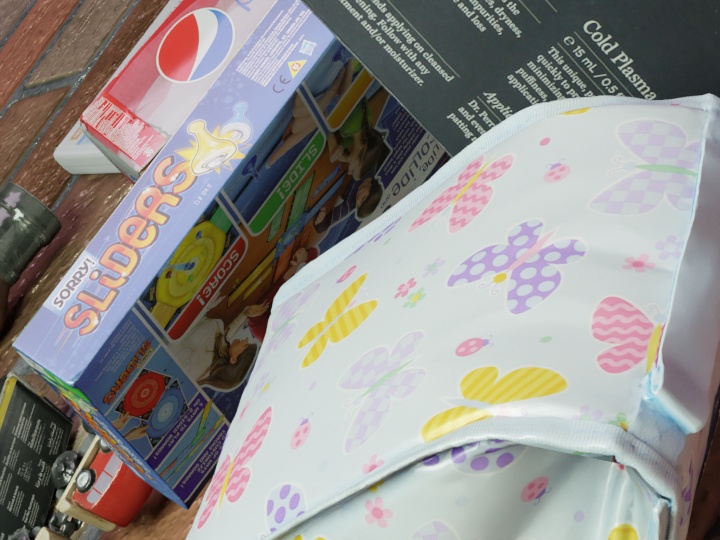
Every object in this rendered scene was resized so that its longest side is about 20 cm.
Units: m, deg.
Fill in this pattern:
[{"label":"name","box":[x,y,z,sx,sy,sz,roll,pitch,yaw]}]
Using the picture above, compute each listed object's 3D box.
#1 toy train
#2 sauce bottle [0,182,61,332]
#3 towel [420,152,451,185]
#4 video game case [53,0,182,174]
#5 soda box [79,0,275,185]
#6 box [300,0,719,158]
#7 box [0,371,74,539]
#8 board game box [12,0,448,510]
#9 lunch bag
[{"label":"toy train","box":[-0.108,0.087,1.001,0.046,0.034,0.201,27,86,45]},{"label":"sauce bottle","box":[-0.243,0.039,1.283,0.201,0.065,0.065,-54,26,-15]},{"label":"towel","box":[0.000,0.000,1.009,0.144,0.023,0.201,-5,49,53]},{"label":"video game case","box":[-0.081,-0.132,1.331,0.183,0.022,0.200,-55,26,-18]},{"label":"soda box","box":[-0.049,-0.119,1.186,0.200,0.070,0.063,-48,52,-6]},{"label":"box","box":[0.092,-0.127,0.837,0.182,0.200,0.104,-31,28,28]},{"label":"box","box":[-0.223,0.160,1.091,0.159,0.049,0.201,-33,28,31]},{"label":"board game box","box":[-0.043,-0.014,0.927,0.034,0.136,0.200,30,75,27]},{"label":"lunch bag","box":[0.047,0.051,0.738,0.200,0.127,0.170,-39,22,39]}]
